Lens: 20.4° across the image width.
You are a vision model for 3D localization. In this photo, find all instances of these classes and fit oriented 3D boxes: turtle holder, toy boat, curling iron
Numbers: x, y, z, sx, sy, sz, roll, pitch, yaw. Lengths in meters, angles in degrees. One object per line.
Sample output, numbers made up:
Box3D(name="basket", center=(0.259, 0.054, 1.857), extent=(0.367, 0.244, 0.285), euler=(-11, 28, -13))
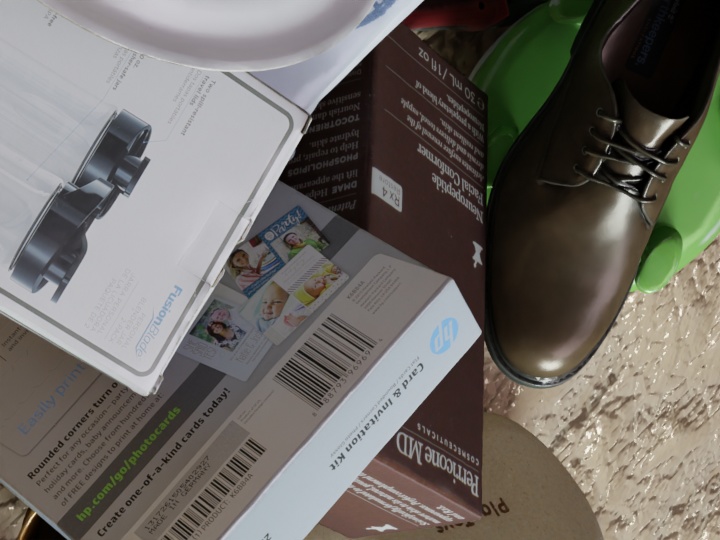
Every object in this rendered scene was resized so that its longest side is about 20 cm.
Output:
Box3D(name="turtle holder", center=(0.114, -0.078, 0.959), extent=(0.140, 0.132, 0.187), euler=(12, 87, -8))
Box3D(name="toy boat", center=(0.033, 0.161, 1.050), extent=(0.199, 0.131, 0.131), euler=(-12, 152, -42))
Box3D(name="curling iron", center=(0.058, -0.133, 0.945), extent=(0.199, 0.026, 0.050), euler=(-3, 118, -47))

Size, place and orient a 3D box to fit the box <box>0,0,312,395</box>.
Box3D(name="box", center=(-0.131, -0.057, 0.677), extent=(0.199, 0.060, 0.117), euler=(32, 81, -20))

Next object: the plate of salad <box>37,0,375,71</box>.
Box3D(name="plate of salad", center=(-0.077, -0.149, 0.680), extent=(0.199, 0.201, 0.048), euler=(-14, 162, -42))

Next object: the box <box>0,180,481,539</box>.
Box3D(name="box", center=(-0.077, 0.028, 0.758), extent=(0.156, 0.200, 0.041), euler=(-48, 141, -14))

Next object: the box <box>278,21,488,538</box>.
Box3D(name="box", center=(0.000, 0.000, 0.832), extent=(0.100, 0.075, 0.201), euler=(33, 53, -51))

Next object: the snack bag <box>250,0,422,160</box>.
Box3D(name="snack bag", center=(-0.083, -0.117, 0.739), extent=(0.200, 0.021, 0.189), euler=(-48, 108, -14))

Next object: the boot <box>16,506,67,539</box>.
Box3D(name="boot", center=(-0.069, 0.057, 0.837), extent=(0.201, 0.071, 0.144), euler=(-52, -178, -3))

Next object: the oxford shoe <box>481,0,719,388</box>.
Box3D(name="oxford shoe", center=(0.102, -0.046, 0.847), extent=(0.084, 0.072, 0.201), euler=(-178, -73, -84))
